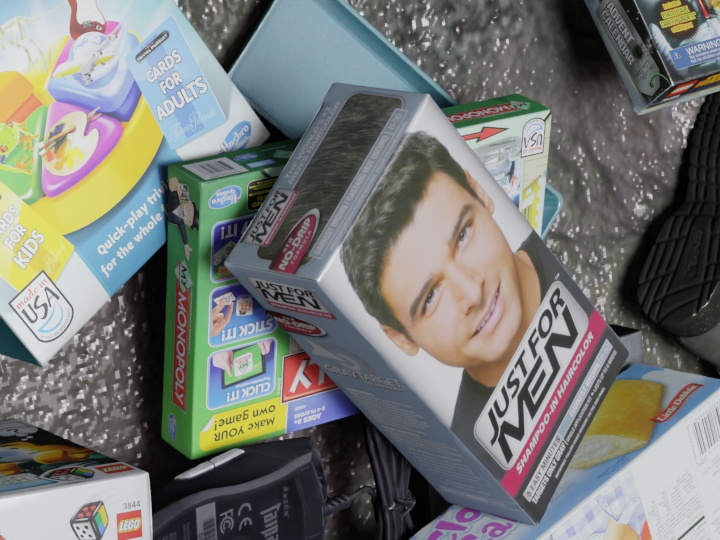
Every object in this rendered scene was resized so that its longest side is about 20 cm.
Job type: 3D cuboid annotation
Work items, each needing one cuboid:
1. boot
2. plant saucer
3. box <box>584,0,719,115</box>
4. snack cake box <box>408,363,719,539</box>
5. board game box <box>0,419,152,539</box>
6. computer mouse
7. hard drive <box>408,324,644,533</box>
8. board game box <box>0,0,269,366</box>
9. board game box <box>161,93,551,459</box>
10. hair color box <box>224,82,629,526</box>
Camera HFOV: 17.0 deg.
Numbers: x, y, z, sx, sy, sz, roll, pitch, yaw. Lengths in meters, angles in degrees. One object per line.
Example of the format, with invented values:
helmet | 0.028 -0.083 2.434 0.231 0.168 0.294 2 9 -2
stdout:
boot | 0.226 -0.025 1.294 0.131 0.067 0.201 40 74 -43
plant saucer | 0.017 -0.062 1.166 0.200 0.019 0.070 39 75 -30
box | 0.195 -0.168 1.223 0.199 0.040 0.138 -18 77 -31
snack cake box | 0.109 0.146 1.171 0.200 0.067 0.116 -34 118 -34
board game box | -0.200 0.099 0.977 0.199 0.126 0.035 -7 101 -33
computer mouse | -0.047 0.139 1.097 0.199 0.046 0.141 -28 122 -41
hard drive | 0.090 0.140 1.231 0.139 0.033 0.202 -13 104 -32
board game box | -0.151 -0.084 1.033 0.151 0.047 0.200 -47 119 -20
board game box | 0.000 0.000 1.117 0.199 0.029 0.136 -14 118 -34
hair color box | 0.035 0.018 1.078 0.200 0.060 0.099 48 64 -40
